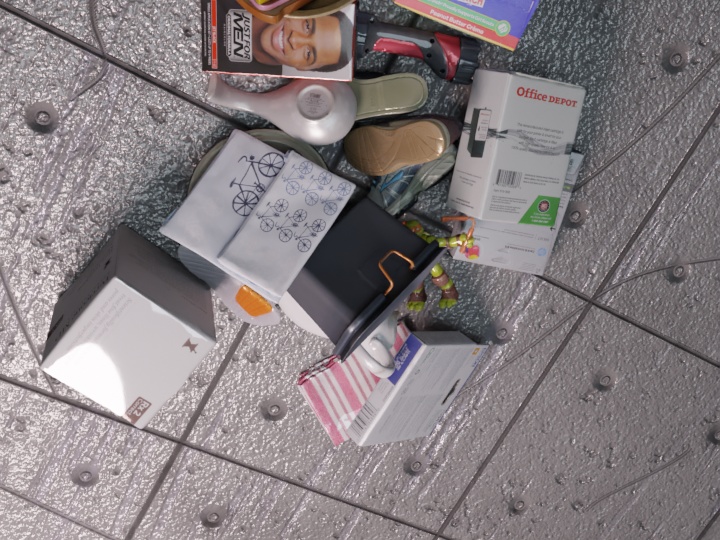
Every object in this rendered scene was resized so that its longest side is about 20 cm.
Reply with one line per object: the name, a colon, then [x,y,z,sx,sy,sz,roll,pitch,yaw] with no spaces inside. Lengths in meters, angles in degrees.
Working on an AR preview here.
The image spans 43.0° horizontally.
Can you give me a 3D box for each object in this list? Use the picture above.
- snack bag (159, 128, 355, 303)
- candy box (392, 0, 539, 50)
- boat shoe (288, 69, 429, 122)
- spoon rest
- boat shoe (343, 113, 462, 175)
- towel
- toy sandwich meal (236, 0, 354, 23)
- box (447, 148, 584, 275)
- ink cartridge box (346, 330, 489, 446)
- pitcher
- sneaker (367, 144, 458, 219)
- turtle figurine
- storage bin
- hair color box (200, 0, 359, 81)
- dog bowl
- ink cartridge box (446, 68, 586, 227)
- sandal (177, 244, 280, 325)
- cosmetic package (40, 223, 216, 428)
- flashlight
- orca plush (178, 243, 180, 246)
snack bag: [-0.136,-0.082,1.195,0.200,0.021,0.189,30,76,15]
candy box: [0.110,-0.358,1.167,0.169,0.200,0.077,18,107,-18]
boat shoe: [-0.001,-0.241,1.264,0.199,0.066,0.075,-4,93,13]
spoon rest: [-0.103,-0.227,1.233,0.199,0.061,0.100,12,84,5]
boat shoe: [0.058,-0.176,1.255,0.065,0.200,0.072,-23,102,-38]
towel: [0.014,0.184,1.466,0.200,0.030,0.147,-29,116,0]
toy sandwich meal: [-0.077,-0.398,1.130,0.205,0.206,0.070,-18,159,-4]
box: [0.234,-0.102,1.388,0.156,0.041,0.200,10,109,-15]
ink cartridge box: [0.092,0.182,1.427,0.200,0.043,0.197,6,120,-55]
pitcher: [-0.029,0.061,1.328,0.200,0.172,0.121,39,106,-24]
sneaker: [0.051,-0.130,1.331,0.200,0.078,0.086,-40,85,15]
turtle figurine: [0.082,-0.016,1.373,0.199,0.064,0.162,-13,124,7]
storage bin: [0.000,0.000,1.228,0.134,0.146,0.200,42,62,6]
hair color box: [-0.104,-0.307,1.191,0.199,0.061,0.102,4,112,4]
dog bowl: [-0.132,-0.088,1.248,0.200,0.200,0.074,-21,159,-3]
ink cartridge box: [0.216,-0.170,1.270,0.146,0.083,0.201,4,104,-33]
sandal: [-0.178,0.008,1.324,0.079,0.059,0.207,-6,140,35]
cosmetic package: [-0.314,0.072,1.256,0.165,0.200,0.165,37,100,-23]
flashlight: [0.062,-0.303,1.257,0.199,0.068,0.068,6,151,-11]
orca plush: [-0.165,-0.059,1.304,0.199,0.071,0.105,-2,113,-11]
